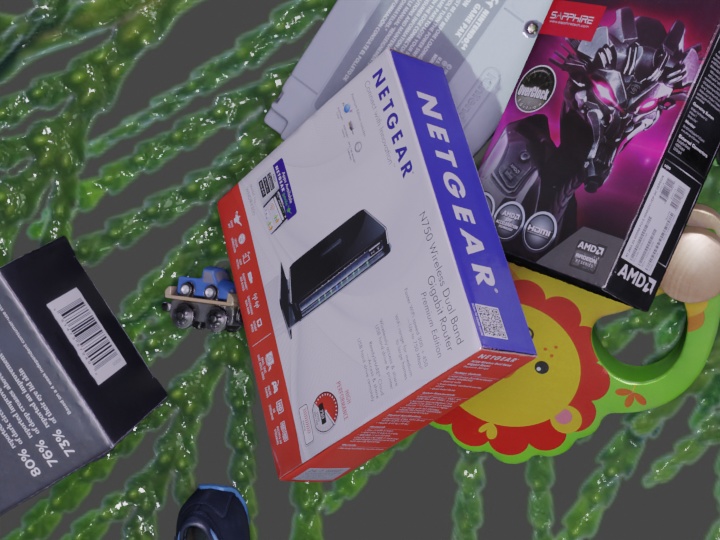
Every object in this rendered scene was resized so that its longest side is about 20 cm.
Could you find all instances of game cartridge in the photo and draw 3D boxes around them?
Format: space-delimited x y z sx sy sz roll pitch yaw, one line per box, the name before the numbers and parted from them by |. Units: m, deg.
game cartridge | 0.041 -0.138 0.810 0.133 0.040 0.200 39 113 5

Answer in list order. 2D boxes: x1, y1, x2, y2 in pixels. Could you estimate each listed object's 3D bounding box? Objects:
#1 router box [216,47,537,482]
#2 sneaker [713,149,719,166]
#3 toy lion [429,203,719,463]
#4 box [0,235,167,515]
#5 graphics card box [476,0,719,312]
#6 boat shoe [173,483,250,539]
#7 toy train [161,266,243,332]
router box | 0.000 0.000 0.758 0.179 0.049 0.201 -38 56 37
sneaker | 0.253 -0.151 0.740 0.083 0.077 0.201 23 109 11
toy lion | 0.129 0.042 0.831 0.199 0.069 0.193 10 113 11
box | -0.269 0.093 0.912 0.199 0.104 0.148 -30 96 19
graphics card box | 0.144 -0.089 0.715 0.125 0.051 0.201 24 91 47
boat shoe | -0.117 0.261 0.936 0.084 0.069 0.201 -7 102 15
toy train | -0.051 0.024 0.858 0.199 0.034 0.046 4 89 26
